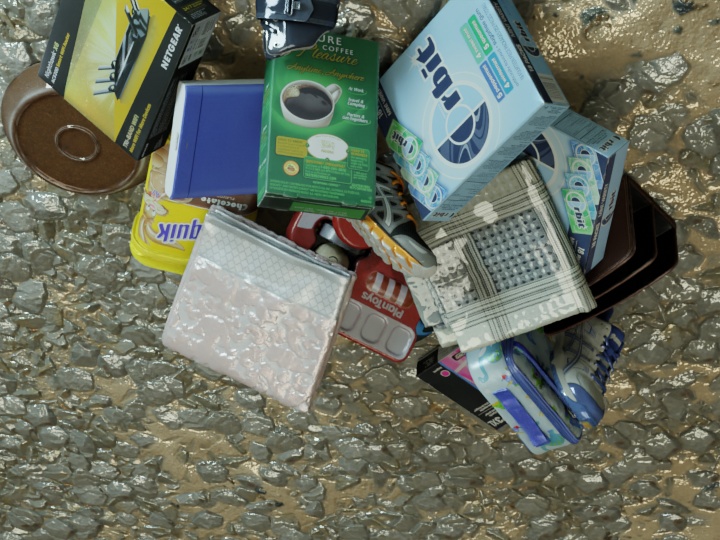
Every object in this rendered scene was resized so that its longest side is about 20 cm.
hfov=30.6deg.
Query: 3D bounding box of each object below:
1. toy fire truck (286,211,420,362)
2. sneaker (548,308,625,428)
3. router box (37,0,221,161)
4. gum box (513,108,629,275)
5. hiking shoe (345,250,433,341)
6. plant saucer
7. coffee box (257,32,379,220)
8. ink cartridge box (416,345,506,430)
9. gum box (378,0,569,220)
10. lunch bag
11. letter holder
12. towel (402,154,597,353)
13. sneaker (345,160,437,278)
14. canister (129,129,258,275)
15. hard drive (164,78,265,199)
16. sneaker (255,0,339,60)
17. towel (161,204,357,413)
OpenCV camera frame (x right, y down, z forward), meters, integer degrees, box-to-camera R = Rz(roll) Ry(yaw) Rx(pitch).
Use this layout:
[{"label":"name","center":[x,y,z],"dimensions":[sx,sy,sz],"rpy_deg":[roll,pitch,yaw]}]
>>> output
[{"label":"toy fire truck","center":[0.000,0.000,1.557],"dimensions":[0.199,0.112,0.169],"rpy_deg":[26,88,-17]},{"label":"sneaker","center":[0.282,0.101,1.611],"dimensions":[0.088,0.201,0.075],"rpy_deg":[-25,128,19]},{"label":"router box","center":[-0.251,-0.242,1.409],"dimensions":[0.157,0.052,0.200],"rpy_deg":[40,131,10]},{"label":"gum box","center":[0.189,-0.112,1.451],"dimensions":[0.200,0.044,0.170],"rpy_deg":[33,141,28]},{"label":"hiking shoe","center":[0.032,0.023,1.670],"dimensions":[0.086,0.075,0.200],"rpy_deg":[-27,135,21]},{"label":"plant saucer","center":[-0.333,-0.159,1.565],"dimensions":[0.199,0.035,0.201],"rpy_deg":[4,135,4]},{"label":"coffee box","center":[-0.043,-0.158,1.397],"dimensions":[0.122,0.201,0.044],"rpy_deg":[6,160,-16]},{"label":"ink cartridge box","center":[0.180,0.161,1.801],"dimensions":[0.200,0.037,0.095],"rpy_deg":[33,130,-24]},{"label":"gum box","center":[0.106,-0.178,1.383],"dimensions":[0.044,0.171,0.200],"rpy_deg":[0,146,-43]},{"label":"lunch bag","center":[0.211,0.128,1.673],"dimensions":[0.082,0.161,0.200],"rpy_deg":[-22,126,27]},{"label":"letter holder","center":[0.267,0.008,1.561],"dimensions":[0.200,0.143,0.100],"rpy_deg":[-32,122,33]},{"label":"towel","center":[0.136,-0.012,1.464],"dimensions":[0.199,0.035,0.193],"rpy_deg":[-18,107,27]},{"label":"sneaker","center":[0.021,-0.074,1.441],"dimensions":[0.077,0.200,0.078],"rpy_deg":[-39,161,-8]},{"label":"canister","center":[-0.188,-0.092,1.571],"dimensions":[0.148,0.087,0.201],"rpy_deg":[13,133,-8]},{"label":"hard drive","center":[-0.113,-0.147,1.456],"dimensions":[0.199,0.025,0.133],"rpy_deg":[-6,123,-31]},{"label":"sneaker","center":[-0.115,-0.291,1.335],"dimensions":[0.201,0.077,0.147],"rpy_deg":[9,103,-1]},{"label":"towel","center":[-0.120,0.047,1.533],"dimensions":[0.199,0.032,0.192],"rpy_deg":[25,112,11]}]
